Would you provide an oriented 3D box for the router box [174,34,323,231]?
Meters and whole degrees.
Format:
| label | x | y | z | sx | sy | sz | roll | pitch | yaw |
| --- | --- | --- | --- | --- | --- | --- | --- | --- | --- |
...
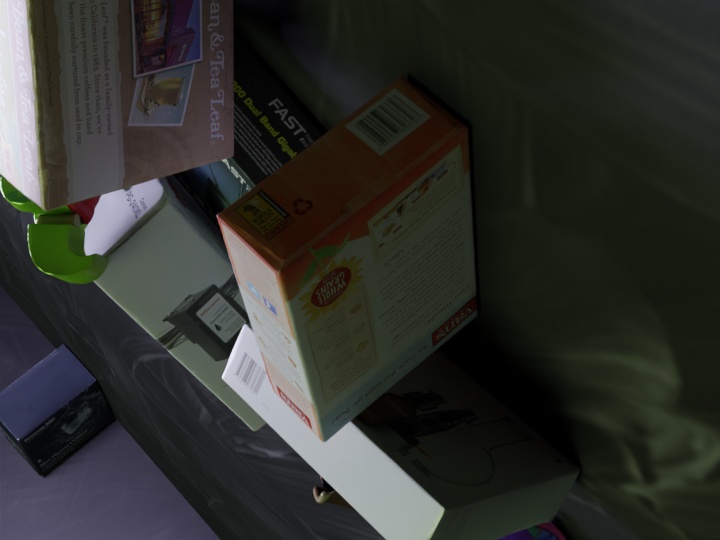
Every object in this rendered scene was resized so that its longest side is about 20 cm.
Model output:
| label | x | y | z | sx | sy | sz | roll | pitch | yaw |
| --- | --- | --- | --- | --- | --- | --- | --- | --- | --- |
| router box | -0.090 | -0.089 | 0.985 | 0.200 | 0.062 | 0.150 | 49 | 162 | 10 |

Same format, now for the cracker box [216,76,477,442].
| label | x | y | z | sx | sy | sz | roll | pitch | yaw |
| --- | --- | --- | --- | --- | --- | --- | --- | --- | --- |
| cracker box | 0.000 | 0.000 | 0.818 | 0.058 | 0.134 | 0.200 | 42 | 160 | 28 |

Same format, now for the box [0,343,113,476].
| label | x | y | z | sx | sy | sz | roll | pitch | yaw |
| --- | --- | --- | --- | --- | --- | --- | --- | --- | --- |
| box | -0.628 | 0.286 | 2.852 | 0.117 | 0.197 | 0.200 | 43 | 161 | 23 |

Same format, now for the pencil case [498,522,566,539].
| label | x | y | z | sx | sy | sz | roll | pitch | yaw |
| --- | --- | --- | --- | --- | --- | --- | --- | --- | --- |
| pencil case | 0.096 | 0.223 | 1.121 | 0.088 | 0.088 | 0.200 | 54 | 160 | -9 |

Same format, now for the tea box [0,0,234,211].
| label | x | y | z | sx | sy | sz | roll | pitch | yaw |
| --- | --- | --- | --- | --- | --- | --- | --- | --- | --- |
| tea box | -0.178 | -0.174 | 0.819 | 0.197 | 0.134 | 0.200 | 33 | 132 | 41 |

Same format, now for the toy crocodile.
| label | x | y | z | sx | sy | sz | roll | pitch | yaw |
| --- | --- | --- | --- | --- | --- | --- | --- | --- | --- |
| toy crocodile | -0.199 | -0.086 | 0.967 | 0.062 | 0.200 | 0.068 | -4 | 155 | 14 |

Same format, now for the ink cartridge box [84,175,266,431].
| label | x | y | z | sx | sy | sz | roll | pitch | yaw |
| --- | --- | --- | --- | --- | --- | --- | --- | --- | --- |
| ink cartridge box | -0.130 | 0.006 | 1.063 | 0.200 | 0.083 | 0.145 | 48 | -178 | -33 |

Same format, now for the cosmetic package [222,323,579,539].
| label | x | y | z | sx | sy | sz | roll | pitch | yaw |
| --- | --- | --- | --- | --- | --- | --- | --- | --- | --- |
| cosmetic package | 0.027 | 0.103 | 0.947 | 0.200 | 0.151 | 0.052 | 40 | 116 | 32 |

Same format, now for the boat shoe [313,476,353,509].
| label | x | y | z | sx | sy | sz | roll | pitch | yaw |
| --- | --- | --- | --- | --- | --- | --- | --- | --- | --- |
| boat shoe | -0.013 | 0.200 | 1.350 | 0.202 | 0.075 | 0.075 | 52 | 163 | -2 |
